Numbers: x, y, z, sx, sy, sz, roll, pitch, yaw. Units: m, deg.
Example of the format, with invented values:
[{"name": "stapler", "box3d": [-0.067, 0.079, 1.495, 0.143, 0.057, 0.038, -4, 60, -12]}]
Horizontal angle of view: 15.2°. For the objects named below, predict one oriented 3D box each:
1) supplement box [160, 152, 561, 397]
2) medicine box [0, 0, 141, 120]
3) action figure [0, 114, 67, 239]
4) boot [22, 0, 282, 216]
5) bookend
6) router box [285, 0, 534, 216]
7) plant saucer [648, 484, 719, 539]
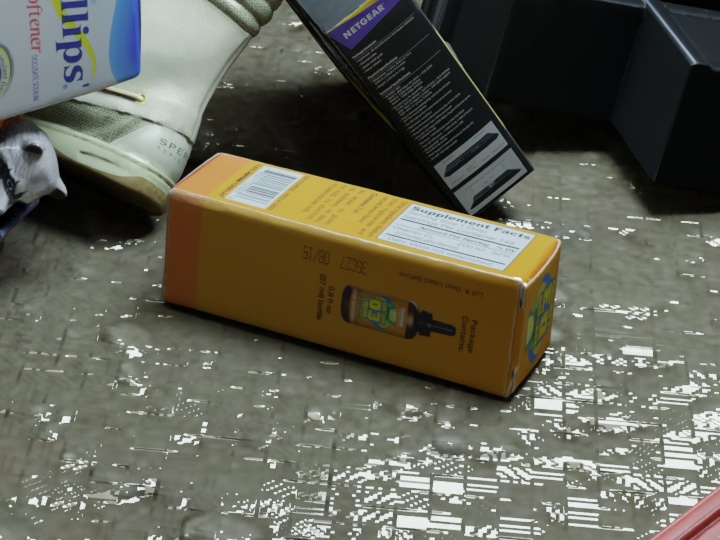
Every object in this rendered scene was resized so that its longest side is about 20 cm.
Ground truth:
[{"name": "supplement box", "box3d": [0.000, 0.000, 1.387, 0.199, 0.067, 0.069, 17, 27, 20]}, {"name": "medicine box", "box3d": [-0.244, -0.151, 1.403, 0.199, 0.103, 0.182, -21, 35, -32]}, {"name": "action figure", "box3d": [-0.250, -0.047, 1.404, 0.192, 0.105, 0.200, -1, 24, 11]}, {"name": "boot", "box3d": [-0.153, -0.135, 1.519, 0.199, 0.155, 0.072, 26, -9, 27]}, {"name": "bookend", "box3d": [0.157, -0.128, 1.577, 0.199, 0.093, 0.199, 8, 27, -17]}, {"name": "router box", "box3d": [0.006, -0.136, 1.546, 0.052, 0.157, 0.200, -38, 36, 1]}, {"name": "plant saucer", "box3d": [0.224, 0.139, 1.194, 0.199, 0.037, 0.200, 24, 33, 31]}]
